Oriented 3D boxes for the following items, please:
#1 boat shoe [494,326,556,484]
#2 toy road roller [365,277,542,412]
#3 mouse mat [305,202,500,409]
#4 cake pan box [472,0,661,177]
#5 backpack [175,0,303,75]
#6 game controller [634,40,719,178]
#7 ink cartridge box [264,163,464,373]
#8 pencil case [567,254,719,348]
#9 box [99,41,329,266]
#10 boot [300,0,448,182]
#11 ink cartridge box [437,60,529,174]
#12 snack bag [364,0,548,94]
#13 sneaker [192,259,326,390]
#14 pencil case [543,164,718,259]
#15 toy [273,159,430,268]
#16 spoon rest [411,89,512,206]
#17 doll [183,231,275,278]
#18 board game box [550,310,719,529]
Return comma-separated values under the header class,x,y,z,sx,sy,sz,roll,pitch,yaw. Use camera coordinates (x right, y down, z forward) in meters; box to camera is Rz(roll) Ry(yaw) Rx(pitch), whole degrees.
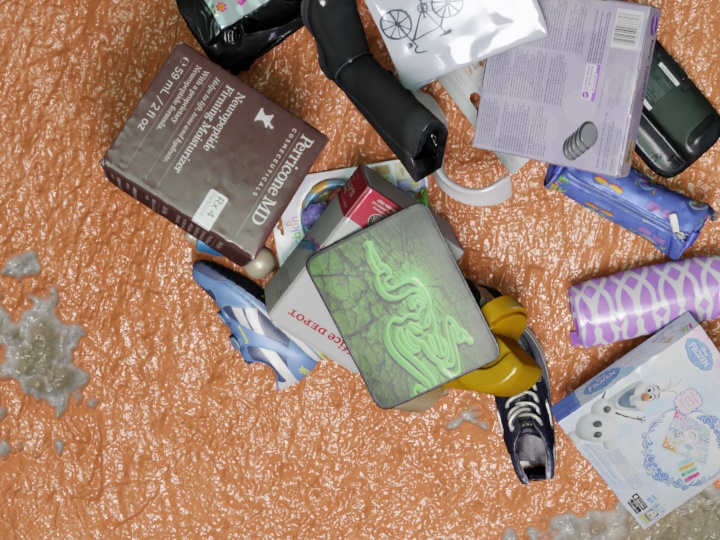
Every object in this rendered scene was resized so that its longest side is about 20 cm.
class,x,y,z,sx,sy,sz,roll,pitch,yaw
boat shoe,0.199,0.160,1.568,0.074,0.093,0.201,-14,95,6
toy road roller,0.118,0.110,1.529,0.200,0.123,0.146,-49,63,12
mouse mat,0.047,0.042,1.469,0.160,0.008,0.201,-27,95,15
cake pan box,0.230,-0.219,1.470,0.184,0.052,0.201,13,102,26
backpack,-0.112,-0.330,1.516,0.200,0.167,0.127,-35,93,-1
game controller,0.339,-0.209,1.549,0.104,0.042,0.200,-41,92,-7
ink cartridge box,0.000,0.000,1.540,0.145,0.083,0.200,33,107,-22
pencil case,0.346,0.038,1.552,0.199,0.086,0.084,-10,58,6
box,-0.168,-0.127,1.489,0.200,0.164,0.166,32,83,-6
boot,0.018,-0.212,1.446,0.066,0.165,0.200,-32,60,-6
ink cartridge box,0.210,-0.236,1.535,0.200,0.047,0.160,-43,75,27
snack bag,0.097,-0.316,1.441,0.188,0.021,0.201,-20,111,17
sneaker,-0.137,0.066,1.599,0.200,0.074,0.082,41,100,1
pencil case,0.315,-0.087,1.535,0.199,0.087,0.078,30,108,2
toy,-0.013,-0.067,1.585,0.199,0.047,0.116,-9,94,5
spoon rest,0.092,-0.143,1.516,0.061,0.099,0.200,-36,58,-12
doll,-0.160,-0.082,1.596,0.136,0.048,0.201,-27,93,2
board game box,0.362,0.180,1.545,0.199,0.043,0.200,-36,114,10
